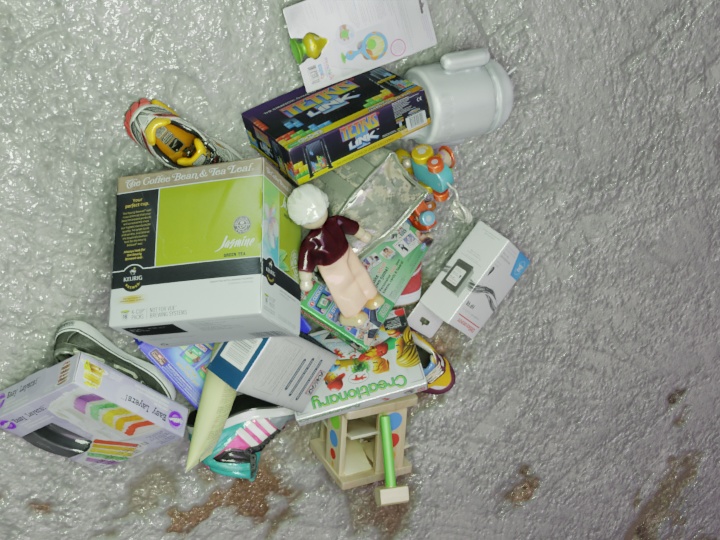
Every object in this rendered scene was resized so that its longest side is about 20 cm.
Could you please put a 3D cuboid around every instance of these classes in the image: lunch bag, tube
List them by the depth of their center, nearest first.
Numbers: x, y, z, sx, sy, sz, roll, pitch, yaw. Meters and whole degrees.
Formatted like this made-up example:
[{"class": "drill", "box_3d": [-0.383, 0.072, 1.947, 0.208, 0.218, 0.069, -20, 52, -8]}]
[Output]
[{"class": "lunch bag", "box_3d": [-0.040, -0.090, 1.354, 0.200, 0.164, 0.118, -48, 131, -1]}, {"class": "tube", "box_3d": [-0.200, 0.182, 1.370, 0.058, 0.052, 0.200, 6, 111, -31]}]

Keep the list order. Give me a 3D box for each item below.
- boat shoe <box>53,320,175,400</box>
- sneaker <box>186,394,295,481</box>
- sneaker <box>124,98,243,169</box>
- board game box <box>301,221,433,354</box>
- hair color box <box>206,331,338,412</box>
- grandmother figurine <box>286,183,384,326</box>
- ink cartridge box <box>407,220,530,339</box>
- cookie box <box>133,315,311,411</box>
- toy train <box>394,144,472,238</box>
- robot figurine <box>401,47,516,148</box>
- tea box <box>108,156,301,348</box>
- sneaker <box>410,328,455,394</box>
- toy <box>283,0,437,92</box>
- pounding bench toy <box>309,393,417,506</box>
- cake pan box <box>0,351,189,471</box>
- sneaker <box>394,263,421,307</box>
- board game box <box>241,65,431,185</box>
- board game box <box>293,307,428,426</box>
[{"class": "boat shoe", "box_3d": [-0.336, 0.148, 1.350, 0.071, 0.064, 0.200, -34, 126, 24]}, {"class": "sneaker", "box_3d": [-0.157, 0.254, 1.498, 0.200, 0.084, 0.121, -12, 113, -16]}, {"class": "sneaker", "box_3d": [-0.213, -0.142, 1.282, 0.200, 0.082, 0.078, 30, 96, -37]}, {"class": "board game box", "box_3d": [0.000, 0.000, 1.416, 0.134, 0.029, 0.200, 33, 67, -2]}, {"class": "hair color box", "box_3d": [-0.115, 0.123, 1.340, 0.100, 0.060, 0.200, -57, 153, -2]}, {"class": "grandmother figurine", "box_3d": [-0.038, -0.021, 1.253, 0.121, 0.060, 0.200, -50, 129, -35]}, {"class": "ink cartridge box", "box_3d": [0.171, 0.033, 1.571, 0.200, 0.067, 0.116, -54, 149, 2]}, {"class": "cookie box", "box_3d": [-0.197, 0.081, 1.401, 0.200, 0.075, 0.171, -39, 127, -7]}, {"class": "toy train", "box_3d": [0.102, -0.119, 1.427, 0.056, 0.200, 0.150, -40, 102, -19]}, {"class": "robot figurine", "box_3d": [0.134, -0.242, 1.412, 0.200, 0.113, 0.170, -15, 146, -22]}, {"class": "tea box", "box_3d": [-0.187, -0.017, 1.223, 0.134, 0.200, 0.197, 41, 46, -67]}, {"class": "sneaker", "box_3d": [0.099, 0.155, 1.594, 0.075, 0.090, 0.200, -50, 126, 0]}, {"class": "toy", "box_3d": [-0.004, -0.328, 1.331, 0.200, 0.047, 0.115, -25, 116, -17]}, {"class": "pounding bench toy", "box_3d": [0.020, 0.246, 1.525, 0.124, 0.200, 0.156, -8, 117, -26]}, {"class": "cake pan box", "box_3d": [-0.362, 0.192, 1.315, 0.200, 0.052, 0.184, -23, 134, 32]}, {"class": "sneaker", "box_3d": [0.009, 0.006, 1.485, 0.200, 0.071, 0.113, -14, 123, -32]}, {"class": "board game box", "box_3d": [-0.034, -0.200, 1.304, 0.200, 0.165, 0.057, -27, 125, -17]}, {"class": "board game box", "box_3d": [-0.013, 0.142, 1.469, 0.200, 0.126, 0.035, -16, 155, -3]}]
